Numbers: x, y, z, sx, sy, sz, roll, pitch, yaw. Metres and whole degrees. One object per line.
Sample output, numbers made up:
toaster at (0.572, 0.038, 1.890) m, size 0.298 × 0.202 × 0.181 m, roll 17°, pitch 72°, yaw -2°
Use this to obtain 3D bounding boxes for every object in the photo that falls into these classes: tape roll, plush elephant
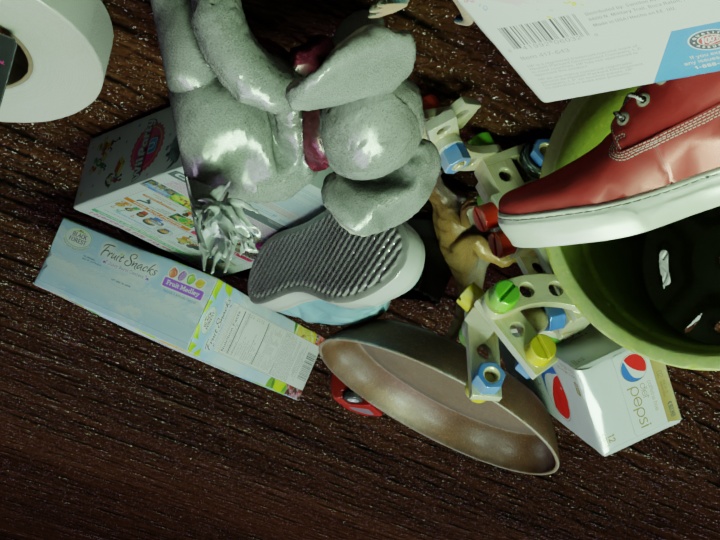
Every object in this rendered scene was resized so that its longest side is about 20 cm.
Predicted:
tape roll at (-0.259, -0.160, 0.901) m, size 0.200 × 0.037 × 0.203 m, roll 9°, pitch 158°, yaw 3°
plush elephant at (-0.033, -0.100, 0.814) m, size 0.153 × 0.202 × 0.165 m, roll -11°, pitch 146°, yaw -6°

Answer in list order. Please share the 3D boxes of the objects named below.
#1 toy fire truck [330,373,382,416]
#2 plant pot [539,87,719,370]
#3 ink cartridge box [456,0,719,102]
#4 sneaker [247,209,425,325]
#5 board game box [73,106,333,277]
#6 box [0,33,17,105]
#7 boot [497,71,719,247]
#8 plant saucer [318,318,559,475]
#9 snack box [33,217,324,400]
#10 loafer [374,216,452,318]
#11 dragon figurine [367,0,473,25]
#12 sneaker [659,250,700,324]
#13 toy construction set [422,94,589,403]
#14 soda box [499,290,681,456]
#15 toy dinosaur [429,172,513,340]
toy fire truck at (0.082, 0.133, 1.445) m, size 0.198 × 0.049 × 0.141 m, roll -1°, pitch 156°, yaw 24°
plant pot at (0.225, -0.024, 0.873) m, size 0.197 × 0.203 × 0.190 m, roll 1°, pitch 168°, yaw 18°
ink cartridge box at (0.097, -0.182, 0.592) m, size 0.127 × 0.127 × 0.200 m, roll -6°, pitch 153°, yaw 31°
sneaker at (0.000, 0.000, 0.980) m, size 0.081 × 0.075 × 0.199 m, roll 17°, pitch 170°, yaw -30°
board game box at (-0.093, -0.064, 1.028) m, size 0.199 × 0.065 × 0.147 m, roll -15°, pitch 148°, yaw 43°
box at (-0.330, -0.105, 0.863) m, size 0.198 × 0.116 × 0.132 m, roll 19°, pitch 157°, yaw -19°
boot at (0.153, -0.100, 0.744) m, size 0.198 × 0.146 × 0.072 m, roll -18°, pitch -169°, yaw 10°
plant saucer at (0.063, 0.090, 1.043) m, size 0.198 × 0.035 × 0.201 m, roll 25°, pitch 163°, yaw 8°
snack box at (-0.147, 0.035, 1.182) m, size 0.167 × 0.068 × 0.200 m, roll 21°, pitch 175°, yaw 27°
loafer at (-0.010, 0.004, 1.145) m, size 0.198 × 0.072 × 0.073 m, roll -9°, pitch 151°, yaw 37°
dragon figurine at (0.015, -0.186, 0.703) m, size 0.058 × 0.101 × 0.199 m, roll -10°, pitch 170°, yaw 36°
sneaker at (0.231, 0.044, 1.154) m, size 0.129 × 0.080 × 0.199 m, roll 5°, pitch 145°, yaw -46°
toy construction set at (0.093, -0.024, 0.930) m, size 0.130 × 0.202 × 0.092 m, roll -20°, pitch 175°, yaw -21°
soda box at (0.156, 0.065, 1.012) m, size 0.063 × 0.069 × 0.200 m, roll -22°, pitch -166°, yaw -7°
toy dinosaur at (0.084, -0.014, 1.063) m, size 0.105 × 0.061 × 0.202 m, roll -3°, pitch 125°, yaw 16°
